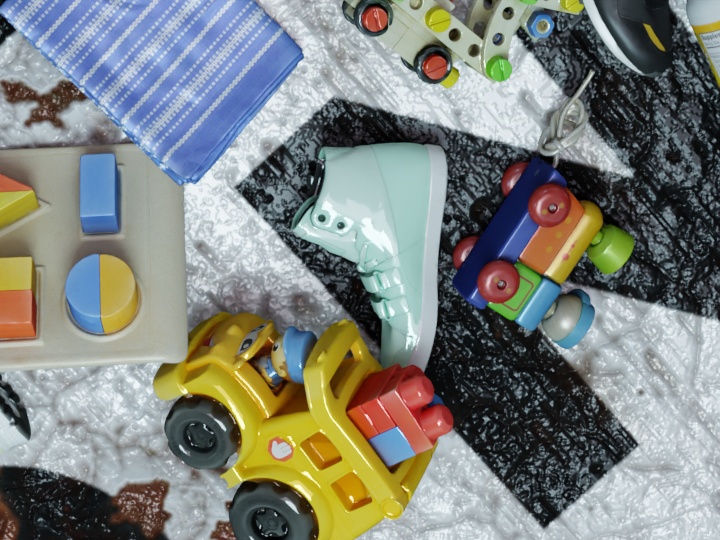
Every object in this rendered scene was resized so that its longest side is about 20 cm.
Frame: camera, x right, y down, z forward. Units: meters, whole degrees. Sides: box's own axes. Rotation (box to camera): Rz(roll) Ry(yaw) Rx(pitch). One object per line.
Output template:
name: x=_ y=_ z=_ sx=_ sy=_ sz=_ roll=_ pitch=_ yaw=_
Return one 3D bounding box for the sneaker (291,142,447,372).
sneaker: x=0.000 y=0.000 z=1.384 sx=0.117 sy=0.074 sz=0.203 roll=3 pitch=92 yaw=-12

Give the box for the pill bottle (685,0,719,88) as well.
pill bottle: x=0.317 y=-0.182 z=1.356 sx=0.112 sy=0.113 sz=0.201 roll=-28 pitch=103 yaw=1

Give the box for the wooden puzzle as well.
wooden puzzle: x=-0.230 y=-0.017 z=1.325 sx=0.198 sy=0.046 sz=0.187 roll=-1 pitch=63 yaw=-7

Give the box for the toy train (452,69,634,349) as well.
toy train: x=0.170 y=-0.042 z=1.393 sx=0.115 sy=0.085 sz=0.201 roll=31 pitch=98 yaw=-21

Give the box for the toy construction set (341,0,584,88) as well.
toy construction set: x=0.060 y=-0.216 z=1.336 sx=0.199 sy=0.092 sz=0.131 roll=37 pitch=96 yaw=-11

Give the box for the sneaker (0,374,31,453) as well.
sneaker: x=-0.348 y=0.079 z=1.370 sx=0.090 sy=0.078 sz=0.201 roll=-37 pitch=103 yaw=5

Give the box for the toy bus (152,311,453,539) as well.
toy bus: x=-0.029 y=0.105 z=1.339 sx=0.191 sy=0.136 sz=0.201 roll=-30 pitch=103 yaw=32

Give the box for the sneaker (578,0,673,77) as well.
sneaker: x=0.205 y=-0.247 z=1.323 sx=0.090 sy=0.070 sz=0.202 roll=-21 pitch=90 yaw=37

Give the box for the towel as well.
towel: x=-0.156 y=-0.180 z=1.348 sx=0.200 sy=0.024 sz=0.145 roll=43 pitch=84 yaw=-11
